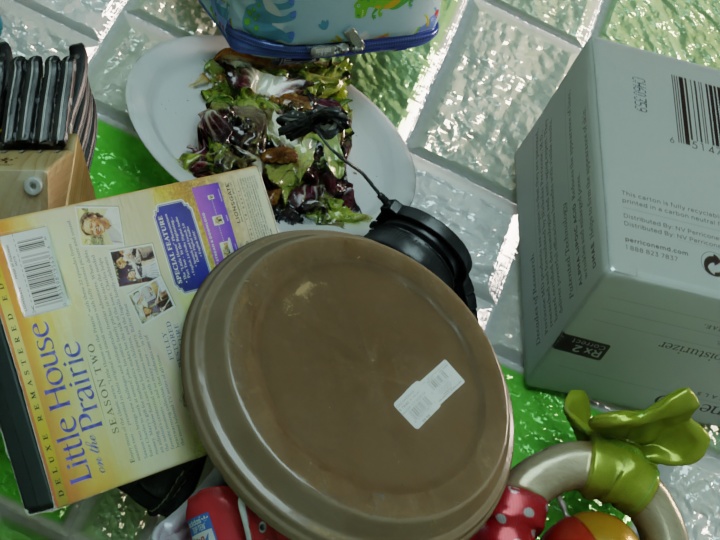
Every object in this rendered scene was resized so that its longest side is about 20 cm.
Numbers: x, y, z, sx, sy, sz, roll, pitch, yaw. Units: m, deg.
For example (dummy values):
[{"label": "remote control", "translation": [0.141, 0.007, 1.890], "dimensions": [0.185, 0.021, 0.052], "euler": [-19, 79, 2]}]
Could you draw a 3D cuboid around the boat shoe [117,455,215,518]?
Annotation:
[{"label": "boat shoe", "translation": [-0.106, 0.047, 1.061], "dimensions": [0.066, 0.074, 0.200], "euler": [22, 58, -21]}]

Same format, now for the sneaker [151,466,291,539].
[{"label": "sneaker", "translation": [-0.056, 0.184, 0.951], "dimensions": [0.112, 0.071, 0.201], "euler": [44, 33, -33]}]

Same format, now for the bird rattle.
[{"label": "bird rattle", "translation": [0.119, 0.148, 1.067], "dimensions": [0.199, 0.113, 0.164], "euler": [-20, 80, -30]}]

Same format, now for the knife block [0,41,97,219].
[{"label": "knife block", "translation": [-0.186, -0.026, 1.055], "dimensions": [0.064, 0.201, 0.176], "euler": [1, 13, 5]}]

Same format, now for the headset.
[{"label": "headset", "translation": [0.000, 0.000, 1.111], "dimensions": [0.123, 0.094, 0.201], "euler": [-22, 104, -37]}]

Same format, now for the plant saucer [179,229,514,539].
[{"label": "plant saucer", "translation": [0.000, 0.060, 0.989], "dimensions": [0.199, 0.029, 0.201], "euler": [16, 52, -22]}]

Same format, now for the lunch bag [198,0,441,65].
[{"label": "lunch bag", "translation": [-0.039, -0.217, 1.256], "dimensions": [0.160, 0.083, 0.200], "euler": [-10, 39, -27]}]

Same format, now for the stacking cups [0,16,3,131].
[{"label": "stacking cups", "translation": [-0.253, -0.171, 1.173], "dimensions": [0.060, 0.061, 0.201], "euler": [4, 54, -20]}]

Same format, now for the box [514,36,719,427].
[{"label": "box", "translation": [0.215, -0.020, 1.208], "dimensions": [0.198, 0.131, 0.201], "euler": [12, 51, -14]}]

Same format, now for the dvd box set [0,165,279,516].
[{"label": "dvd box set", "translation": [-0.111, 0.031, 0.978], "dimensions": [0.199, 0.029, 0.147], "euler": [-17, 89, -46]}]

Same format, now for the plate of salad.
[{"label": "plate of salad", "translation": [-0.052, -0.095, 1.190], "dimensions": [0.199, 0.048, 0.201], "euler": [18, 37, -14]}]
